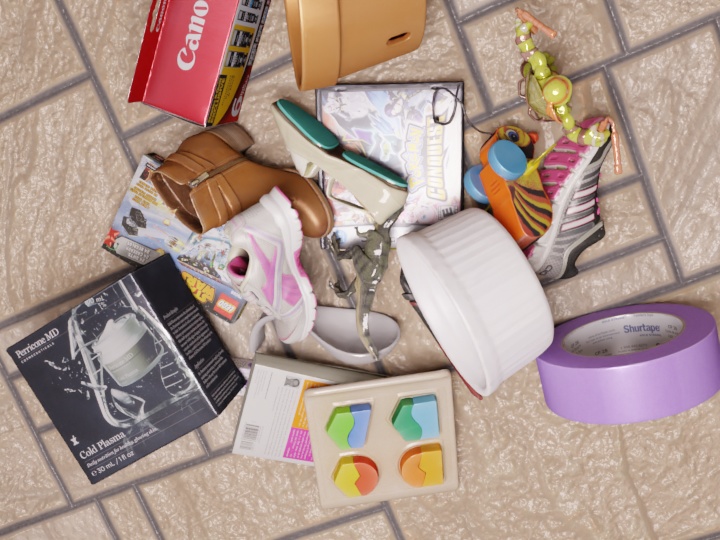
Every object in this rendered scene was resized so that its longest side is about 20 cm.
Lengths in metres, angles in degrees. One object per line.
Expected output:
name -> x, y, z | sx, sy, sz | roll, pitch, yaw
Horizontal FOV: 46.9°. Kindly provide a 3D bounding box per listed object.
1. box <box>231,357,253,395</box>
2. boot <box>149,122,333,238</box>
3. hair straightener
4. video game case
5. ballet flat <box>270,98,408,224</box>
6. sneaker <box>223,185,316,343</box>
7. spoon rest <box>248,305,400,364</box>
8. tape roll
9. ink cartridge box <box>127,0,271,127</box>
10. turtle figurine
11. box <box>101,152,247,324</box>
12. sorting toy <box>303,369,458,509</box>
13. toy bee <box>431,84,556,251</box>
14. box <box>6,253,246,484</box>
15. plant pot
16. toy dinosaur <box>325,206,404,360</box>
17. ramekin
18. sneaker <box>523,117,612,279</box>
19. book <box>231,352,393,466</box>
box -> -0.223, 0.134, 1.103 | 0.197, 0.041, 0.039 | 6, 104, 8
boot -> -0.139, -0.080, 0.978 | 0.199, 0.155, 0.074 | 38, 129, 4
hair straightener -> 0.120, 0.061, 1.045 | 0.077, 0.041, 0.201 | -36, 90, 0
video game case -> 0.037, -0.125, 1.013 | 0.178, 0.026, 0.203 | 0, 103, 8
ballet flat -> -0.036, -0.123, 0.970 | 0.199, 0.069, 0.070 | 36, 106, 13
sneaker -> -0.109, 0.004, 0.951 | 0.087, 0.081, 0.202 | -21, 125, -17
spoon rest -> -0.047, 0.077, 1.042 | 0.198, 0.100, 0.061 | 1, 119, 16
tape roll -> 0.300, 0.101, 0.936 | 0.198, 0.200, 0.066 | -14, 101, 11
ink cartridge box -> -0.171, -0.270, 0.932 | 0.083, 0.176, 0.202 | 20, 106, 3
turtle figurine -> 0.210, -0.187, 0.902 | 0.064, 0.161, 0.201 | -35, 95, 13
box -> -0.214, -0.041, 1.061 | 0.199, 0.040, 0.138 | 31, 104, 0
sorting toy -> 0.030, 0.220, 1.042 | 0.183, 0.037, 0.202 | -8, 119, -2
toy bee -> 0.175, -0.124, 0.944 | 0.108, 0.130, 0.202 | -13, 91, -34
box -> -0.283, 0.119, 1.026 | 0.199, 0.124, 0.198 | -29, 95, 14
plant pot -> -0.010, -0.305, 0.905 | 0.138, 0.200, 0.203 | -8, 102, -8
toy dinosaur -> 0.000, 0.000, 0.997 | 0.087, 0.047, 0.203 | 9, 89, 37
ramekin -> 0.129, 0.028, 0.929 | 0.097, 0.200, 0.202 | -29, 98, -7
sneaker -> 0.252, -0.077, 0.971 | 0.087, 0.074, 0.202 | 23, 93, -21
book -> -0.053, 0.188, 1.059 | 0.198, 0.048, 0.135 | 13, 110, -13
